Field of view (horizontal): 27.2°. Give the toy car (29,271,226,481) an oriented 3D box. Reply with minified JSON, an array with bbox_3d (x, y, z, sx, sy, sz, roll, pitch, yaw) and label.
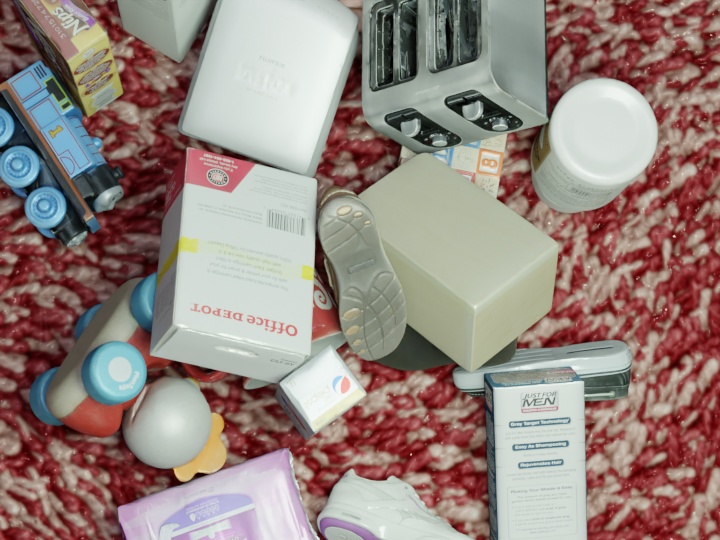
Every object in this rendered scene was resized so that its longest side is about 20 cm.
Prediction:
[{"bbox_3d":[-0.212,0.129,1.563,0.200,0.184,0.178,42,58,-17],"label":"toy car"}]

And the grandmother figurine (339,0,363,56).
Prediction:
[{"bbox_3d":[-0.028,-0.305,1.707,0.198,0.061,0.123,-4,72,-7],"label":"grandmother figurine"}]

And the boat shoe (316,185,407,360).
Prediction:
[{"bbox_3d":[0.000,0.000,1.541,0.075,0.072,0.202,-15,121,-6],"label":"boat shoe"}]

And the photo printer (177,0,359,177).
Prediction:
[{"bbox_3d":[-0.097,-0.223,1.652,0.165,0.069,0.202,20,99,-2],"label":"photo printer"}]

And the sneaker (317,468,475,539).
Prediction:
[{"bbox_3d":[0.058,0.269,1.590,0.198,0.075,0.100,20,46,4],"label":"sneaker"}]

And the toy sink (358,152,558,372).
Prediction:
[{"bbox_3d":[0.093,-0.009,1.584,0.130,0.113,0.199,-35,56,-28],"label":"toy sink"}]

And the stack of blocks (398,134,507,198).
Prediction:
[{"bbox_3d":[0.111,-0.178,1.691,0.114,0.059,0.202,11,80,-1],"label":"stack of blocks"}]

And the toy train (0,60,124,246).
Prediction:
[{"bbox_3d":[-0.342,-0.127,1.638,0.114,0.087,0.201,-34,83,-6],"label":"toy train"}]

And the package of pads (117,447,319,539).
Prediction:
[{"bbox_3d":[-0.149,0.278,1.586,0.198,0.076,0.122,-19,80,-7],"label":"package of pads"}]

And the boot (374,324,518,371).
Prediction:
[{"bbox_3d":[0.079,0.064,1.652,0.198,0.076,0.074,4,118,12],"label":"boot"}]

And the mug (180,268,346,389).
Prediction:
[{"bbox_3d":[-0.128,0.017,1.605,0.176,0.134,0.201,-23,79,-17],"label":"mug"}]

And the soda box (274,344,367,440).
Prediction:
[{"bbox_3d":[-0.045,0.131,1.555,0.068,0.200,0.064,-36,85,-9],"label":"soda box"}]

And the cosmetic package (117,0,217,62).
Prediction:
[{"bbox_3d":[-0.208,-0.319,1.625,0.084,0.200,0.108,29,77,0],"label":"cosmetic package"}]

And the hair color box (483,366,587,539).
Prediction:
[{"bbox_3d":[0.188,0.209,1.591,0.099,0.061,0.202,-4,103,-5],"label":"hair color box"}]

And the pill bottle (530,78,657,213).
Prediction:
[{"bbox_3d":[0.246,-0.127,1.619,0.113,0.200,0.116,1,80,-3],"label":"pill bottle"}]

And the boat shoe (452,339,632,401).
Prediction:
[{"bbox_3d":[0.202,0.126,1.637,0.198,0.072,0.072,-6,104,7],"label":"boat shoe"}]

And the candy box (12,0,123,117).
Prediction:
[{"bbox_3d":[-0.317,-0.252,1.606,0.056,0.200,0.117,-37,84,-8],"label":"candy box"}]

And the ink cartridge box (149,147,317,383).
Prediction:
[{"bbox_3d":[-0.126,-0.004,1.486,0.144,0.083,0.202,14,60,-21],"label":"ink cartridge box"}]

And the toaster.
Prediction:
[{"bbox_3d":[0.104,-0.240,1.577,0.180,0.118,0.202,-10,72,39],"label":"toaster"}]
